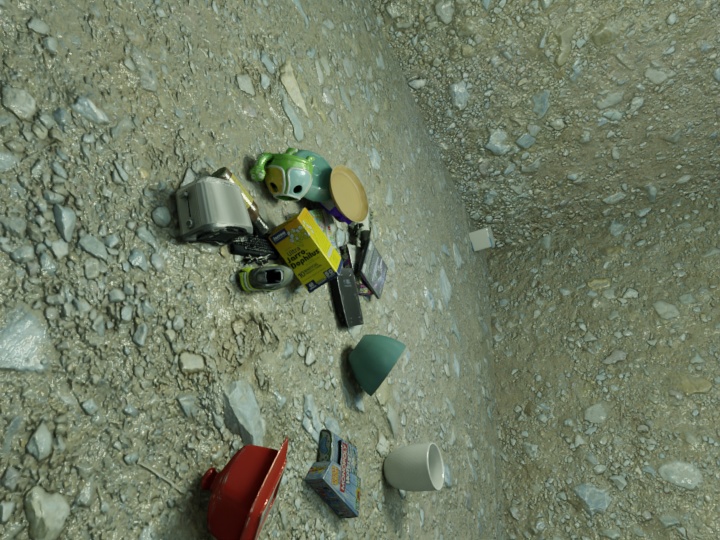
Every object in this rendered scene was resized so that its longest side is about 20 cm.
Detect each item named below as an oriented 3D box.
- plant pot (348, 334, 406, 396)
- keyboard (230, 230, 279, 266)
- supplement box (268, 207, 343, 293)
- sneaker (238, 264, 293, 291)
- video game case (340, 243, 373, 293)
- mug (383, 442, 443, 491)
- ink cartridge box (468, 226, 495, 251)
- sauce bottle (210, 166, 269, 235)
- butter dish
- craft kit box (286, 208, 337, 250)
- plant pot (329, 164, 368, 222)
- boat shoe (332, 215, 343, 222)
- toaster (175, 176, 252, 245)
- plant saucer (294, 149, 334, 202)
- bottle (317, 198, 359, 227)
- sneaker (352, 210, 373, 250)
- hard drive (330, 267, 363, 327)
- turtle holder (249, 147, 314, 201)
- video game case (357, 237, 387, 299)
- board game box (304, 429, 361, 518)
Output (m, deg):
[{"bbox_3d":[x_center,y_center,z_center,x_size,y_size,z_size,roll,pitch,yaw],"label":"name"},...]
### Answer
[{"bbox_3d":[0.039,0.288,1.673,0.134,0.201,0.200,36,26,6],"label":"plant pot"},{"bbox_3d":[-0.269,-0.063,1.361,0.199,0.039,0.105,7,69,-63],"label":"keyboard"},{"bbox_3d":[-0.152,-0.058,1.463,0.201,0.108,0.110,54,17,-16],"label":"supplement box"},{"bbox_3d":[-0.228,0.021,1.339,0.200,0.080,0.075,-13,98,-64],"label":"sneaker"},{"bbox_3d":[0.000,0.000,1.903,0.200,0.035,0.183,4,72,-65],"label":"video game case"},{"bbox_3d":[0.185,0.676,1.731,0.200,0.174,0.149,45,37,-48],"label":"mug"},{"bbox_3d":[0.934,-0.245,3.915,0.200,0.145,0.148,-20,93,-65],"label":"ink cartridge box"},{"bbox_3d":[-0.308,-0.172,1.315,0.201,0.064,0.065,56,30,-38],"label":"sauce bottle"},{"bbox_3d":[-0.244,0.436,1.009,0.200,0.146,0.201,-63,172,-58],"label":"butter dish"},{"bbox_3d":[-0.146,-0.093,1.641,0.197,0.048,0.202,-24,98,-63],"label":"craft kit box"},{"bbox_3d":[-0.042,-0.251,1.695,0.199,0.027,0.202,32,48,-44],"label":"plant pot"},{"bbox_3d":[-0.110,-0.258,1.800,0.202,0.071,0.064,63,-9,-7],"label":"boat shoe"},{"bbox_3d":[-0.333,-0.134,1.179,0.199,0.113,0.131,-1,74,-63],"label":"toaster"},{"bbox_3d":[-0.155,-0.318,1.660,0.198,0.036,0.202,20,53,-28],"label":"plant saucer"},{"bbox_3d":[-0.088,-0.231,1.732,0.200,0.065,0.084,43,49,-10],"label":"bottle"},{"bbox_3d":[-0.002,-0.155,1.948,0.075,0.087,0.201,105,-7,-45],"label":"sneaker"},{"bbox_3d":[-0.049,0.092,1.736,0.135,0.042,0.202,1,75,-65],"label":"hard drive"},{"bbox_3d":[-0.218,-0.278,1.482,0.185,0.139,0.133,19,75,-71],"label":"turtle holder"},{"bbox_3d":[0.049,-0.005,1.903,0.200,0.019,0.144,57,41,-50],"label":"video game case"},{"bbox_3d":[-0.070,0.548,1.400,0.200,0.061,0.202,50,34,-44],"label":"board game box"}]
